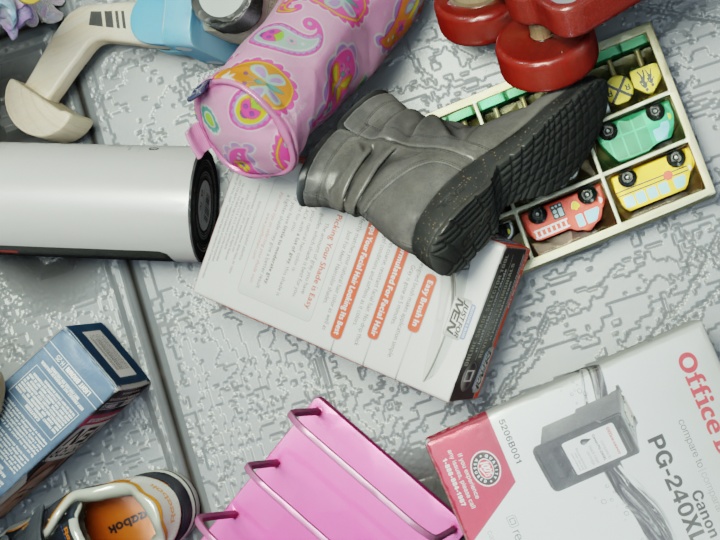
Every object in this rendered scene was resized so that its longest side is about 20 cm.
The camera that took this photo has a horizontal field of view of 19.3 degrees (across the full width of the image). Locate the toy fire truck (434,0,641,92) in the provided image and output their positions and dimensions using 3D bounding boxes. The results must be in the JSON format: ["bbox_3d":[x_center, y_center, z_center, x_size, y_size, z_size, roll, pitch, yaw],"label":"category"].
[{"bbox_3d":[0.133,-0.219,1.389,0.167,0.113,0.200,-29,38,-14],"label":"toy fire truck"}]

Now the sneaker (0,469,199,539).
[{"bbox_3d":[-0.209,0.199,1.461,0.199,0.079,0.079,-33,83,9],"label":"sneaker"}]

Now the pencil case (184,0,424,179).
[{"bbox_3d":[-0.034,-0.144,1.393,0.087,0.088,0.200,30,53,10],"label":"pencil case"}]

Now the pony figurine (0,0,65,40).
[{"bbox_3d":[-0.286,-0.206,1.419,0.166,0.200,0.194,-43,117,-18],"label":"pony figurine"}]

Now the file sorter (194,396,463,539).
[{"bbox_3d":[-0.049,0.205,1.407,0.139,0.125,0.200,40,94,10],"label":"file sorter"}]

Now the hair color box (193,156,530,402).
[{"bbox_3d":[0.000,0.000,1.422,0.199,0.064,0.112,23,98,21],"label":"hair color box"}]

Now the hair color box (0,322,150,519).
[{"bbox_3d":[-0.244,0.124,1.459,0.200,0.100,0.061,-42,85,6],"label":"hair color box"}]

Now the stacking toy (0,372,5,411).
[{"bbox_3d":[-0.335,0.064,1.379,0.199,0.085,0.086,24,91,8],"label":"stacking toy"}]

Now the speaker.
[{"bbox_3d":[-0.203,-0.049,1.471,0.198,0.081,0.082,2,88,10],"label":"speaker"}]

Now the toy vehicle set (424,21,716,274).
[{"bbox_3d":[0.127,-0.072,1.439,0.199,0.027,0.125,-22,84,8],"label":"toy vehicle set"}]

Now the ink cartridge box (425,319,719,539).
[{"bbox_3d":[0.160,0.136,1.383,0.199,0.083,0.146,-24,84,1],"label":"ink cartridge box"}]

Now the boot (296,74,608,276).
[{"bbox_3d":[0.060,-0.089,1.380,0.131,0.070,0.200,30,50,31],"label":"boot"}]

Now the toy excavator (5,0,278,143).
[{"bbox_3d":[-0.142,-0.182,1.470,0.199,0.100,0.196,5,87,24],"label":"toy excavator"}]
